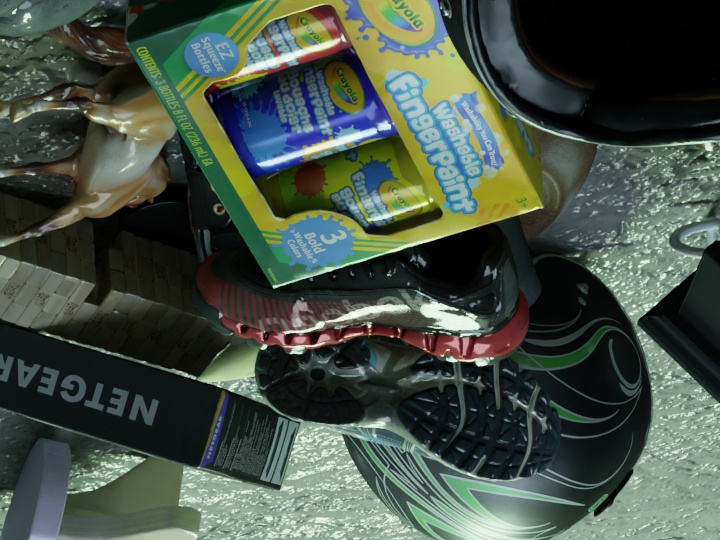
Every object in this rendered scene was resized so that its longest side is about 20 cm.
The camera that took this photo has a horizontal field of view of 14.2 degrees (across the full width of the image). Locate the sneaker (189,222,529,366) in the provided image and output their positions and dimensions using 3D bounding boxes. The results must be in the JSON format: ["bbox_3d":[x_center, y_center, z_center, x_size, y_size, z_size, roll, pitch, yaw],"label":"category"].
[{"bbox_3d":[0.000,0.000,1.669,0.199,0.071,0.098,4,138,2],"label":"sneaker"}]

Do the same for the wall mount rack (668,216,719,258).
[{"bbox_3d":[0.306,0.008,1.877,0.199,0.174,0.075,-8,112,-7],"label":"wall mount rack"}]

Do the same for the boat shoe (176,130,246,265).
[{"bbox_3d":[-0.068,-0.053,1.704,0.073,0.063,0.202,-11,142,-7],"label":"boat shoe"}]

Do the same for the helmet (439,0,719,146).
[{"bbox_3d":[0.139,-0.157,1.447,0.190,0.201,0.200,9,165,32],"label":"helmet"}]

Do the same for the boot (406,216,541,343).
[{"bbox_3d":[0.083,-0.051,1.705,0.164,0.066,0.201,-6,129,8],"label":"boot"}]

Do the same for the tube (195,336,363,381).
[{"bbox_3d":[-0.044,0.040,1.891,0.058,0.052,0.200,27,156,-14],"label":"tube"}]

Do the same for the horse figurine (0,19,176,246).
[{"bbox_3d":[-0.152,-0.077,1.644,0.132,0.050,0.200,-13,149,-25],"label":"horse figurine"}]

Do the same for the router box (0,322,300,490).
[{"bbox_3d":[-0.155,0.080,1.802,0.199,0.053,0.157,16,176,18],"label":"router box"}]

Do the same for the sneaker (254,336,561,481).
[{"bbox_3d":[0.029,0.077,1.806,0.199,0.078,0.086,18,175,-8],"label":"sneaker"}]

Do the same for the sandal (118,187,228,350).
[{"bbox_3d":[-0.119,0.015,1.841,0.075,0.045,0.200,-12,152,-2],"label":"sandal"}]

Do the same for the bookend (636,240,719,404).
[{"bbox_3d":[0.283,-0.038,1.748,0.200,0.092,0.199,-39,163,-22],"label":"bookend"}]

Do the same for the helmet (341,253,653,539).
[{"bbox_3d":[0.080,0.088,1.923,0.190,0.201,0.200,-11,158,-41],"label":"helmet"}]

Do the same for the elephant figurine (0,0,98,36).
[{"bbox_3d":[-0.223,-0.152,1.430,0.200,0.156,0.142,-24,-165,44],"label":"elephant figurine"}]

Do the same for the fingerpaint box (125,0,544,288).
[{"bbox_3d":[-0.011,-0.099,1.569,0.166,0.074,0.200,-16,133,14],"label":"fingerpaint box"}]

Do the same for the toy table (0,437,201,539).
[{"bbox_3d":[-0.191,0.204,2.045,0.116,0.185,0.200,14,159,-13],"label":"toy table"}]

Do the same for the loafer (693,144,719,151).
[{"bbox_3d":[0.210,-0.103,1.662,0.073,0.071,0.200,11,-175,37],"label":"loafer"}]

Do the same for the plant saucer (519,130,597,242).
[{"bbox_3d":[0.054,-0.048,1.804,0.199,0.037,0.201,-9,151,-5],"label":"plant saucer"}]

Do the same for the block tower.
[{"bbox_3d":[-0.164,0.008,1.757,0.199,0.054,0.058,17,134,-27],"label":"block tower"}]
